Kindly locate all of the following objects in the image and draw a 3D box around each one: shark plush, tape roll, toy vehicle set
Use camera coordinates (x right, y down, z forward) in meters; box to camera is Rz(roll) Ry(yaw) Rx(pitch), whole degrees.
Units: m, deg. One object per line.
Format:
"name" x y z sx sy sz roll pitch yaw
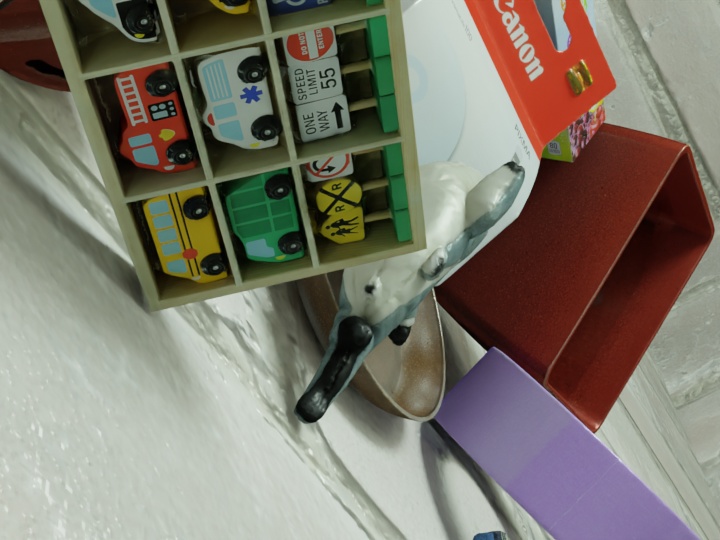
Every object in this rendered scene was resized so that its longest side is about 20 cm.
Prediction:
"shark plush" 0.031 0.008 0.746 0.083 0.091 0.200 88 18 -47
"tape roll" 0.140 0.143 0.928 0.200 0.066 0.200 45 0 0
"toy vehicle set" -0.044 -0.070 0.526 0.200 0.124 0.027 80 -5 -48

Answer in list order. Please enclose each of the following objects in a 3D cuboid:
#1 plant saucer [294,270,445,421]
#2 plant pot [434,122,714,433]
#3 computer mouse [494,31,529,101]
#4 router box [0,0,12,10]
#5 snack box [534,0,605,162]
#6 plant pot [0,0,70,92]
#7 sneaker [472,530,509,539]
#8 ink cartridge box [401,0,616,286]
"plant saucer" 0.000 0.000 0.847 0.200 0.032 0.201 -19 90 -73
"plant pot" 0.143 -0.016 1.079 0.176 0.200 0.200 30 -6 26
"computer mouse" 0.025 -0.109 0.935 0.053 0.200 0.139 -32 97 -48
"router box" -0.194 -0.161 0.402 0.200 0.062 0.150 62 13 -3
"snack box" 0.076 -0.185 0.966 0.068 0.168 0.200 -49 137 -39
"plant pot" -0.104 -0.193 0.574 0.201 0.200 0.196 29 44 -67
"sneaker" 0.136 0.229 0.852 0.200 0.085 0.077 56 14 -22
"ink cartridge box" 0.074 -0.113 0.839 0.047 0.200 0.160 29 -25 55
